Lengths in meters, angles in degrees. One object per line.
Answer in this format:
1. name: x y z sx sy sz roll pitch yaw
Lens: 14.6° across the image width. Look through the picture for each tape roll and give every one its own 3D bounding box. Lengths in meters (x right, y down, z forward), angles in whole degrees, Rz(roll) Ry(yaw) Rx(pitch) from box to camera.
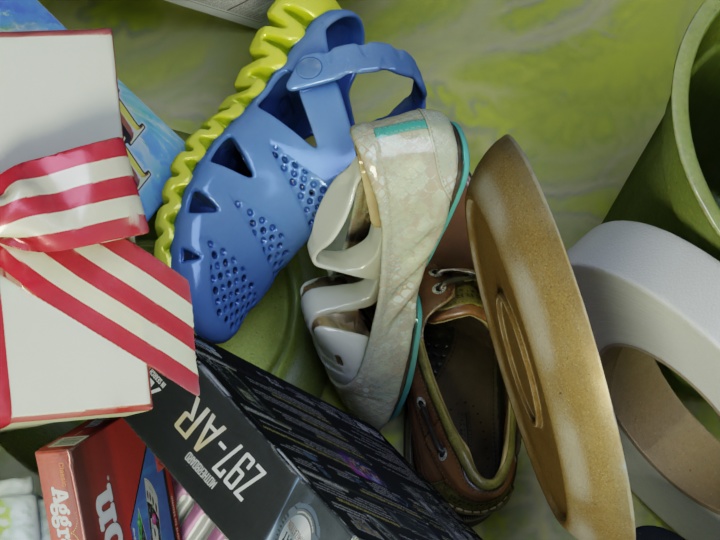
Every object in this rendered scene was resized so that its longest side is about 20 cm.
1. tape roll: 0.164 0.067 1.348 0.037 0.203 0.203 -39 84 -21

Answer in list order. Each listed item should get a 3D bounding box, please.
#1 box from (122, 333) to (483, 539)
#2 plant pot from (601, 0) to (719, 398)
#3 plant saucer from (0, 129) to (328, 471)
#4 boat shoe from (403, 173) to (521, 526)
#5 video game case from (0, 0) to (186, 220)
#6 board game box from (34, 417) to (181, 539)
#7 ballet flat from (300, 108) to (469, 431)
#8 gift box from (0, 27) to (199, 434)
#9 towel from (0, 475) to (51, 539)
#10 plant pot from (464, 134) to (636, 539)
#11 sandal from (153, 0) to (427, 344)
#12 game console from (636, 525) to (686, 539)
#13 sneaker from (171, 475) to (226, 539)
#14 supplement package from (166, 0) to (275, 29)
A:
1. box: -0.010 0.108 1.266 0.044 0.200 0.160 -50 55 7
2. plant pot: 0.206 -0.025 1.393 0.199 0.190 0.201 8 65 -17
3. plant saucer: -0.106 0.015 1.388 0.199 0.031 0.201 5 69 -13
4. boat shoe: 0.052 0.025 1.405 0.072 0.068 0.201 -4 71 -16
5. video game case: -0.201 -0.041 1.315 0.181 0.045 0.200 44 64 -16
6. board game box: -0.101 0.164 1.258 0.019 0.103 0.201 -6 100 20
7. ballet flat: 0.000 0.000 1.342 0.062 0.201 0.068 -5 44 -20
8. gift box: -0.185 0.005 1.183 0.184 0.187 0.201 -10 86 -28
9. towel: -0.206 0.198 1.232 0.170 0.048 0.201 -12 72 24
10. plant pot: 0.082 0.038 1.282 0.027 0.200 0.201 -16 74 -4
11. sandal: -0.032 -0.051 1.360 0.087 0.080 0.201 15 65 25
12. game console: 0.162 0.157 1.211 0.170 0.119 0.200 31 34 21
13. sneaker: -0.027 0.158 1.333 0.200 0.088 0.081 42 107 14
14. supplement package: -0.072 -0.232 1.378 0.200 0.150 0.153 12 62 -48
